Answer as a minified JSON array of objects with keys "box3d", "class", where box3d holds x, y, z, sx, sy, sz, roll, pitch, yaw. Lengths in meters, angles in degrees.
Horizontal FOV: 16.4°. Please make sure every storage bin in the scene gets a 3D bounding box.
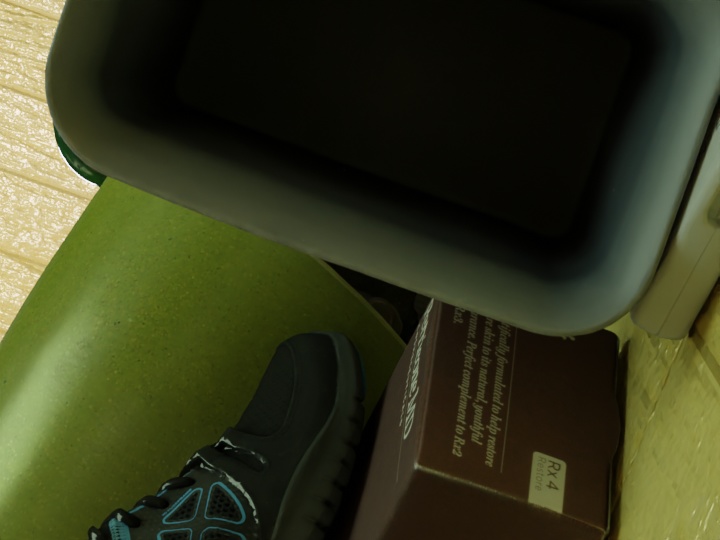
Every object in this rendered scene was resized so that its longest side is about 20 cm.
[{"box3d":[0.013,-0.077,0.829,0.134,0.199,0.146,-58,-13,-85],"class":"storage bin"}]

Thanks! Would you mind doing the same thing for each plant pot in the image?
[{"box3d":[-0.092,0.092,1.002,0.200,0.187,0.187,-50,1,-18],"class":"plant pot"}]

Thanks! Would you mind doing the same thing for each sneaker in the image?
[{"box3d":[-0.056,0.094,0.865,0.073,0.082,0.201,113,180,-54],"class":"sneaker"}]

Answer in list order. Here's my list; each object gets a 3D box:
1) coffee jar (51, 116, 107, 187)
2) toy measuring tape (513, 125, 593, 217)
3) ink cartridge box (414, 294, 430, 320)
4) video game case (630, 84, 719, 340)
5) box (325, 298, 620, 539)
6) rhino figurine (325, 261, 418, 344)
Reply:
[{"box3d":[-0.086,-0.075,1.150,0.200,0.104,0.086,-163,72,-87],"class":"coffee jar"},{"box3d":[0.052,-0.073,0.978,0.200,0.073,0.074,49,124,47],"class":"toy measuring tape"},{"box3d":[0.012,0.044,1.218,0.200,0.040,0.201,126,161,-65],"class":"ink cartridge box"},{"box3d":[0.132,-0.105,0.811,0.200,0.022,0.183,-81,13,-52],"class":"video game case"},{"box3d":[0.021,0.111,0.883,0.100,0.075,0.200,-79,13,-51],"class":"box"},{"box3d":[0.000,0.000,1.035,0.060,0.201,0.087,-33,22,-15],"class":"rhino figurine"}]
